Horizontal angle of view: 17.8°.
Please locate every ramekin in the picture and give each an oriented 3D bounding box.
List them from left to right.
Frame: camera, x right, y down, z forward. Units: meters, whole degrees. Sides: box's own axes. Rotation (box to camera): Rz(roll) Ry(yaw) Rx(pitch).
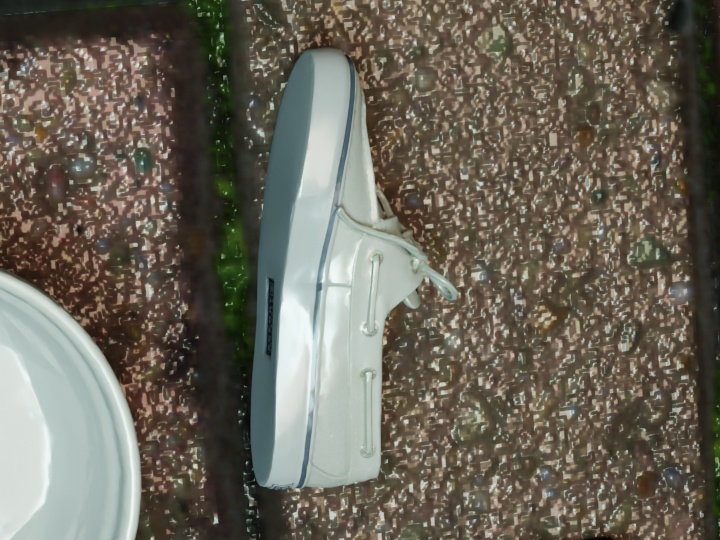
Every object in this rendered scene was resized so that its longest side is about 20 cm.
[{"bbox_3d":[-0.199,0.087,0.982,0.198,0.105,0.202,-2,97,-16],"label":"ramekin"}]

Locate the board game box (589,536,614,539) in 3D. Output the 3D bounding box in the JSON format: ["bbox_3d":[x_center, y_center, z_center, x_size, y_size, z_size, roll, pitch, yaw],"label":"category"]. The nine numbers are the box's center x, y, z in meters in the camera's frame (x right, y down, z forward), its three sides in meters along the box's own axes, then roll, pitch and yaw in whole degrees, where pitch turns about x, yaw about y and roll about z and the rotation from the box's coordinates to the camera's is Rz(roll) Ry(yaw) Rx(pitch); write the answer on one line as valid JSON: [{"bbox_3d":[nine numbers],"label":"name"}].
[{"bbox_3d":[0.071,0.239,1.116,0.134,0.028,0.202,-7,97,-16],"label":"board game box"}]

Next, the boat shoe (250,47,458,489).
[{"bbox_3d":[0.001,0.002,1.049,0.085,0.075,0.204,2,97,-16],"label":"boat shoe"}]
